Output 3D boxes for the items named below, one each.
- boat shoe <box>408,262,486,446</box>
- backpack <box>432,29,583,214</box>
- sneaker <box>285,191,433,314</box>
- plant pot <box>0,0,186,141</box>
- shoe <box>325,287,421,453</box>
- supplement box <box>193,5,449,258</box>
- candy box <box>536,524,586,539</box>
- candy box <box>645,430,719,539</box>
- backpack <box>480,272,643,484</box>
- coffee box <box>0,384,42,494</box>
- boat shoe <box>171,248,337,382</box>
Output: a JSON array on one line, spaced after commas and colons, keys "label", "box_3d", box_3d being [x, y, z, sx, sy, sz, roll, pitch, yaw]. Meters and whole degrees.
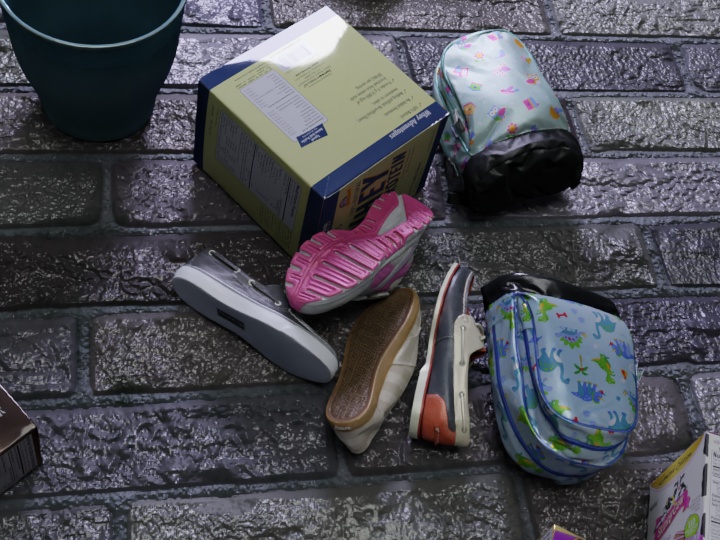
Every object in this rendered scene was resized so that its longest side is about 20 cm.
[{"label": "boat shoe", "box_3d": [0.098, 0.086, 1.119, 0.062, 0.071, 0.202, 9, 60, 10]}, {"label": "backpack", "box_3d": [0.163, -0.181, 1.277, 0.165, 0.127, 0.202, -12, 57, -15]}, {"label": "sneaker", "box_3d": [0.000, 0.000, 1.140, 0.081, 0.089, 0.199, 36, 48, 28]}, {"label": "plant pot", "box_3d": [-0.290, -0.253, 1.191, 0.197, 0.189, 0.202, 5, 57, -8]}, {"label": "shoe", "box_3d": [0.018, 0.099, 1.113, 0.069, 0.054, 0.201, -4, 40, 31]}, {"label": "supplement box", "box_3d": [-0.047, -0.149, 1.206, 0.199, 0.135, 0.200, -36, 70, -29]}, {"label": "candy box", "box_3d": [0.200, 0.340, 0.954, 0.115, 0.057, 0.201, 25, 44, -7]}, {"label": "candy box", "box_3d": [0.315, 0.271, 1.007, 0.060, 0.137, 0.202, 17, 55, -1]}, {"label": "backpack", "box_3d": [0.205, 0.112, 1.097, 0.161, 0.154, 0.203, 18, 68, -19]}, {"label": "coffee box", "box_3d": [-0.395, 0.176, 0.953, 0.113, 0.080, 0.199, 41, 59, 16]}, {"label": "boat shoe", "box_3d": [-0.099, 0.040, 1.118, 0.198, 0.070, 0.066, 28, 57, 16]}]
